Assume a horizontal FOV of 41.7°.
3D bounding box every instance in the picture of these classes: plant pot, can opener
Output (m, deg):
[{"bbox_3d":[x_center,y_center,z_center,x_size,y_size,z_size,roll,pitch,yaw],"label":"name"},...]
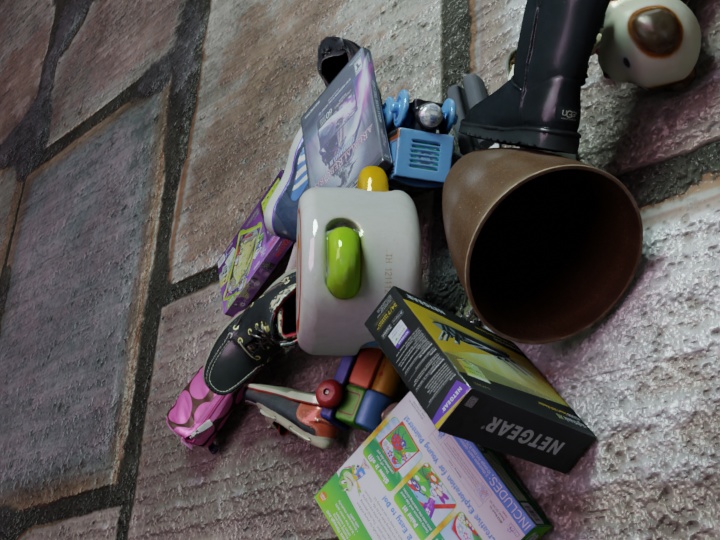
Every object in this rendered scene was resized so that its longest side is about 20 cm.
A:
[{"bbox_3d":[0.162,-0.054,0.991,0.187,0.186,0.200,-54,27,13],"label":"plant pot"},{"bbox_3d":[0.134,-0.162,1.147,0.053,0.067,0.201,-32,50,32],"label":"can opener"}]

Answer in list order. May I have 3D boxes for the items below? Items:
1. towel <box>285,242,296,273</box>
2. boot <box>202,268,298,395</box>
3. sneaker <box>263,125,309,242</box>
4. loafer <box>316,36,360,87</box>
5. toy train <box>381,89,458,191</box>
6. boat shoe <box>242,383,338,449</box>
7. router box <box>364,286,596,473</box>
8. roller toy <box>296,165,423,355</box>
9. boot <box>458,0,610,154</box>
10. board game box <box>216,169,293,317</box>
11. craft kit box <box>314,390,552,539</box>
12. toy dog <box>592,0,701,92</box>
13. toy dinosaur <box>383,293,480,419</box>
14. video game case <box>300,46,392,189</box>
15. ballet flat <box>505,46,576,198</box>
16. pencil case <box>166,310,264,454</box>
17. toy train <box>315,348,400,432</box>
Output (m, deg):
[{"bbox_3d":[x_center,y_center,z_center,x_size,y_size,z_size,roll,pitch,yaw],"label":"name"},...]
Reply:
[{"bbox_3d":[-0.034,-0.061,1.307,0.132,0.034,0.201,5,74,50],"label":"towel"},{"bbox_3d":[-0.123,0.082,1.195,0.204,0.073,0.154,-48,10,-5],"label":"boot"},{"bbox_3d":[-0.032,-0.120,1.261,0.146,0.081,0.201,11,68,37],"label":"sneaker"},{"bbox_3d":[-0.028,-0.299,1.403,0.072,0.063,0.200,-47,42,20],"label":"loafer"},{"bbox_3d":[0.057,-0.153,1.167,0.200,0.086,0.115,-179,97,-77],"label":"toy train"},{"bbox_3d":[-0.094,0.183,1.219,0.199,0.071,0.063,2,85,52],"label":"boat shoe"},{"bbox_3d":[0.116,0.107,0.918,0.052,0.199,0.157,-53,41,15],"label":"router box"},{"bbox_3d":[0.000,0.000,1.043,0.200,0.139,0.183,-98,11,-54],"label":"roller toy"},{"bbox_3d":[0.180,-0.212,0.980,0.200,0.076,0.169,-151,71,-68],"label":"boot"},{"bbox_3d":[-0.150,-0.039,1.403,0.200,0.032,0.120,-51,31,28],"label":"board game box"},{"bbox_3d":[0.067,0.251,0.989,0.198,0.048,0.200,-48,55,16],"label":"craft kit box"},{"bbox_3d":[0.302,-0.280,0.991,0.193,0.140,0.201,-3,66,19],"label":"toy dog"},{"bbox_3d":[0.090,0.079,1.035,0.047,0.088,0.200,34,75,12],"label":"toy dinosaur"},{"bbox_3d":[-0.022,-0.163,1.178,0.143,0.019,0.201,-43,41,37],"label":"video game case"},{"bbox_3d":[0.198,-0.174,1.084,0.067,0.064,0.201,-29,51,36],"label":"ballet flat"},{"bbox_3d":[-0.190,0.155,1.327,0.201,0.090,0.094,-57,5,13],"label":"pencil case"},{"bbox_3d":[0.038,0.099,1.118,0.115,0.085,0.201,12,72,34],"label":"toy train"}]
